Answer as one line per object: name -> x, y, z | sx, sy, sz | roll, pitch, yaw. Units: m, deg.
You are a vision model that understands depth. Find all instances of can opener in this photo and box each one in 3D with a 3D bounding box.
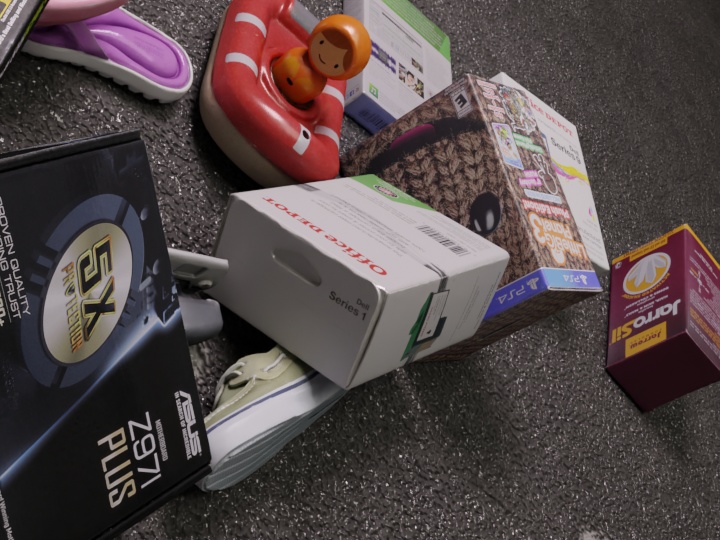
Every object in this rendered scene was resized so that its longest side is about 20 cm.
can opener -> -0.162, 0.007, 0.719 | 0.199, 0.053, 0.067 | 11, 56, -49

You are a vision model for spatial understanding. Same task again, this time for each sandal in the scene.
sandal -> -0.196, -0.186, 0.821 | 0.202, 0.050, 0.083 | 18, 51, -46

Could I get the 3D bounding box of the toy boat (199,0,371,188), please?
toy boat -> -0.046, -0.160, 0.932 | 0.130, 0.130, 0.201 | 37, 39, -31

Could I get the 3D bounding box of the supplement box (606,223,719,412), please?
supplement box -> 0.361, 0.054, 1.347 | 0.086, 0.110, 0.201 | 45, 36, -22

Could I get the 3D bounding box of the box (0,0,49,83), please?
box -> -0.267, -0.203, 0.650 | 0.192, 0.048, 0.201 | 27, 46, -15

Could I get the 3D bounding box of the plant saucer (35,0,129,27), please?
plant saucer -> -0.234, -0.235, 0.760 | 0.199, 0.051, 0.202 | 15, 52, -20

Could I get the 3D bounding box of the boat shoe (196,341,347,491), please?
boat shoe -> -0.069, 0.091, 0.785 | 0.062, 0.072, 0.200 | 44, 24, 10

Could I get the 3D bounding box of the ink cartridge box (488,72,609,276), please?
ink cartridge box -> 0.178, -0.090, 1.227 | 0.145, 0.087, 0.201 | 28, 43, -40

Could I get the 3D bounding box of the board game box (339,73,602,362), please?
board game box -> 0.092, -0.041, 1.006 | 0.097, 0.159, 0.201 | 3, 63, -52

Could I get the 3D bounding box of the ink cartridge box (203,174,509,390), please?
ink cartridge box -> 0.000, 0.000, 0.859 | 0.146, 0.085, 0.200 | 32, 24, 24

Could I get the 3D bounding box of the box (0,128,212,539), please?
box -> -0.173, 0.042, 0.588 | 0.164, 0.086, 0.202 | -26, 109, -58

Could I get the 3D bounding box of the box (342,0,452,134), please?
box -> 0.040, -0.206, 1.175 | 0.144, 0.036, 0.201 | 34, 42, -35
